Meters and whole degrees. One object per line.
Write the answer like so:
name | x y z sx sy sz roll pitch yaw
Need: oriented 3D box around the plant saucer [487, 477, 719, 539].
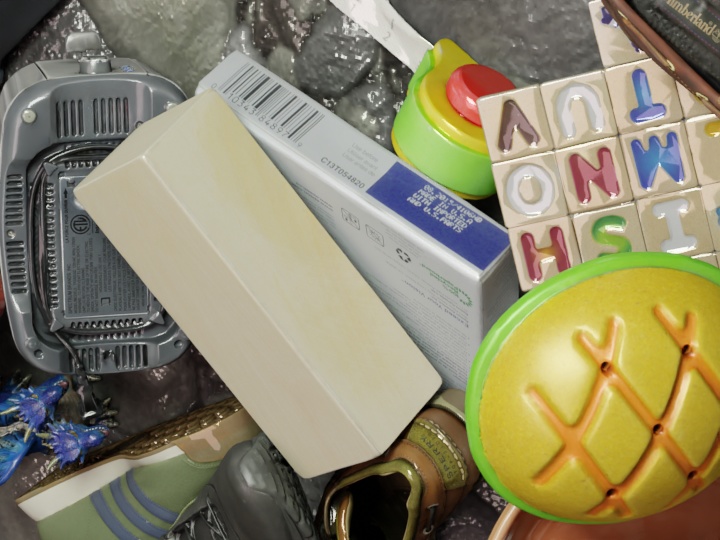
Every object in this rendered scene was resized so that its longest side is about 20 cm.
plant saucer | 0.153 0.176 1.412 0.199 0.032 0.202 0 91 -6

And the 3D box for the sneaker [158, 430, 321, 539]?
sneaker | -0.072 0.155 1.554 0.200 0.090 0.076 97 151 -63

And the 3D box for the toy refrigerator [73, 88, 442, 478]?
toy refrigerator | -0.051 0.007 1.466 0.200 0.070 0.076 52 144 -12

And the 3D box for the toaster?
toaster | -0.148 -0.029 1.564 0.113 0.129 0.201 -4 106 -9

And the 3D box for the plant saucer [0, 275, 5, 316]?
plant saucer | -0.266 0.007 1.681 0.200 0.036 0.200 -58 38 41

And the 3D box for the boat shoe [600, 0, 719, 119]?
boat shoe | 0.193 -0.092 1.315 0.199 0.070 0.071 33 103 3

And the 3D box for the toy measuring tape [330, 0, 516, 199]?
toy measuring tape | 0.026 -0.096 1.466 0.200 0.073 0.074 43 125 17

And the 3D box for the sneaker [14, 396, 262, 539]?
sneaker | -0.114 0.141 1.657 0.200 0.067 0.090 -23 99 39

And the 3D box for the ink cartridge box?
ink cartridge box | 0.000 0.000 1.513 0.199 0.041 0.201 35 152 22

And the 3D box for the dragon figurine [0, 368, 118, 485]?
dragon figurine | -0.215 0.096 1.689 0.199 0.099 0.059 -17 95 39

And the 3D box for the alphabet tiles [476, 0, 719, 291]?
alphabet tiles | 0.162 -0.058 1.368 0.199 0.008 0.168 -12 98 15

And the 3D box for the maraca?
maraca | 0.144 0.053 1.344 0.107 0.199 0.138 -127 28 -61

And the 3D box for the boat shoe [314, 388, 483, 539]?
boat shoe | 0.006 0.131 1.530 0.072 0.068 0.200 45 144 10

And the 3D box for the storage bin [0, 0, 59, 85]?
storage bin | -0.243 -0.159 1.574 0.134 0.200 0.146 -36 82 29
